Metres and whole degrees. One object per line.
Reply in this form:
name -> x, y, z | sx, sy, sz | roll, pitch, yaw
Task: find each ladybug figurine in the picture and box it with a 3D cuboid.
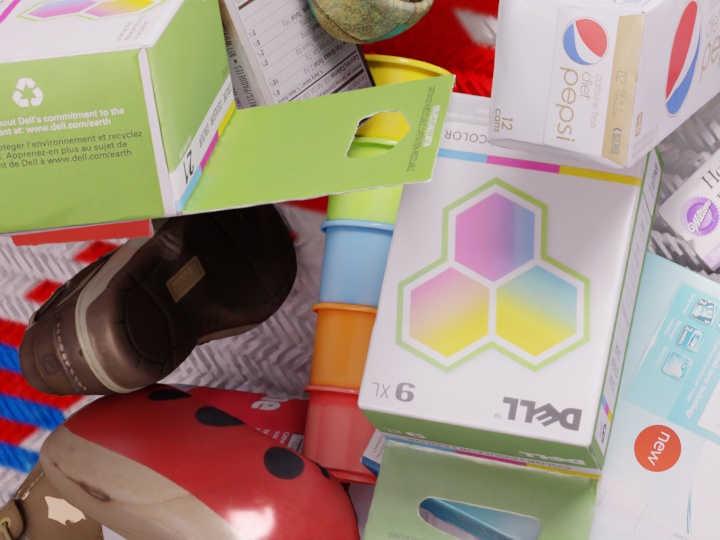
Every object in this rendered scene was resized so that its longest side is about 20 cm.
ladybug figurine -> -0.067, 0.104, 1.134 | 0.200, 0.136, 0.072 | 23, 80, 47

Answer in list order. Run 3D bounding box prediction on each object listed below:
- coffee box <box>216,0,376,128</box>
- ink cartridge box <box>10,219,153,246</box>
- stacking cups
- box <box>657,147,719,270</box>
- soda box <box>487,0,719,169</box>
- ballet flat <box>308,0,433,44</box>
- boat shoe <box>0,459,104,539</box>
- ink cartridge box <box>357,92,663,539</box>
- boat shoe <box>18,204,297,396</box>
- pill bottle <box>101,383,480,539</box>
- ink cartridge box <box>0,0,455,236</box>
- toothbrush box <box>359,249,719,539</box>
coffee box -> -0.086, -0.142, 1.135 | 0.114, 0.080, 0.201 | -5, 114, 40
ink cartridge box -> -0.188, -0.096, 1.173 | 0.162, 0.050, 0.201 | -2, 112, 57
stacking cups -> 0.000, 0.000, 1.182 | 0.060, 0.060, 0.201 | 6, 80, 23
box -> 0.215, -0.082, 1.085 | 0.039, 0.041, 0.200 | 47, 108, 9
soda box -> 0.119, -0.104, 1.063 | 0.063, 0.200, 0.069 | 12, 111, 21
ballet flat -> 0.000, -0.202, 1.094 | 0.070, 0.071, 0.201 | -4, 98, 26
boat shoe -> -0.182, 0.166, 1.366 | 0.074, 0.066, 0.200 | 37, 118, 9
ink cartridge box -> 0.061, 0.029, 1.074 | 0.103, 0.059, 0.201 | 9, 77, 15
boat shoe -> -0.101, 0.010, 1.199 | 0.075, 0.202, 0.075 | -20, 94, 26
pill bottle -> -0.021, 0.122, 1.252 | 0.199, 0.112, 0.113 | 6, 109, 23
ink cartridge box -> -0.068, -0.079, 1.016 | 0.199, 0.148, 0.076 | -7, 110, 9
toothbrush box -> 0.124, 0.074, 1.123 | 0.199, 0.085, 0.147 | 26, 82, 19
